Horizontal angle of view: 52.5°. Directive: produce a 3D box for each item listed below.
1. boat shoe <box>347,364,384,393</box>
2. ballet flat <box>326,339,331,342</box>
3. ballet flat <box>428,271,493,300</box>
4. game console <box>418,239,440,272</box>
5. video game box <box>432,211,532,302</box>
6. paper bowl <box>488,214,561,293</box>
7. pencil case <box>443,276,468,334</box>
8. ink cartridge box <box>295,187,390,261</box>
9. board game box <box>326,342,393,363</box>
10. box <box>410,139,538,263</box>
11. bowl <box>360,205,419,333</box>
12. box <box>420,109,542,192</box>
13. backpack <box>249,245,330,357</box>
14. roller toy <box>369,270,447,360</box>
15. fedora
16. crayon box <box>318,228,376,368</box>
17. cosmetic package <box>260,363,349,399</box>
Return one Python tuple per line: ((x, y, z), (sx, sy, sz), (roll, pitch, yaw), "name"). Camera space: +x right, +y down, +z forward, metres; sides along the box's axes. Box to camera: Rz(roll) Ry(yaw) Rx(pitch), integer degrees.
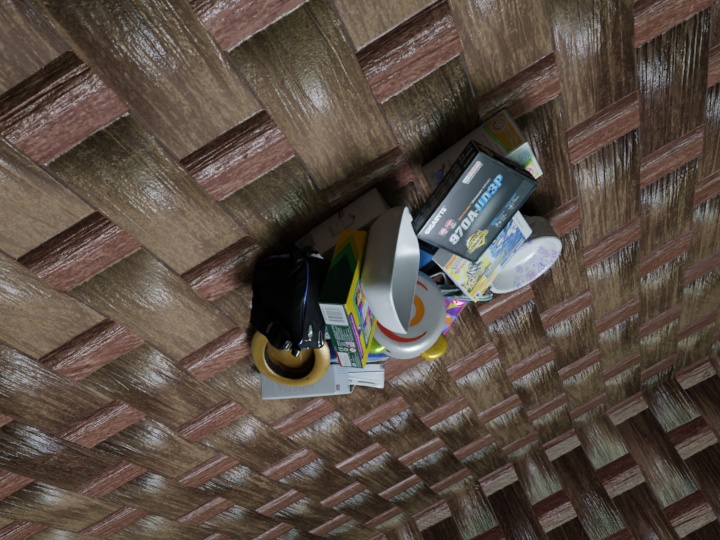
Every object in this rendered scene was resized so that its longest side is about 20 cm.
((-0.032, 0.269, 1.803), (0.194, 0.068, 0.072), (-6, 170, 16), "boat shoe")
((-0.041, 0.130, 1.712), (0.074, 0.065, 0.202), (-6, 143, -28), "ballet flat")
((0.210, 0.036, 1.697), (0.195, 0.074, 0.072), (-3, 155, 25), "ballet flat")
((0.134, -0.010, 1.598), (0.198, 0.170, 0.120), (21, 99, -49), "game console")
((0.258, -0.055, 1.520), (0.201, 0.047, 0.182), (-51, 138, 0), "video game box")
((0.358, -0.048, 1.695), (0.196, 0.106, 0.202), (-21, 151, -12), "paper bowl")
((0.206, 0.097, 1.822), (0.086, 0.090, 0.201), (0, 141, -33), "pencil case")
((-0.020, -0.061, 1.459), (0.197, 0.068, 0.116), (-33, 146, 10), "ink cartridge box")
((-0.036, 0.201, 1.753), (0.196, 0.045, 0.197), (4, 167, -37), "board game box")
((0.210, -0.123, 1.353), (0.156, 0.047, 0.201), (21, 120, -30), "box")
((0.055, 0.000, 1.386), (0.073, 0.204, 0.201), (3, 152, 15), "bowl")
((0.235, -0.194, 1.414), (0.198, 0.103, 0.112), (-34, 141, 13), "box")
((-0.130, 0.054, 1.431), (0.152, 0.188, 0.206), (12, 88, -47), "backpack")
((0.098, 0.097, 1.606), (0.194, 0.188, 0.140), (4, 167, 1), "roller toy")
((-0.153, 0.169, 1.646), (0.195, 0.083, 0.205), (4, 126, 5), "fedora")
((-0.015, 0.055, 1.386), (0.057, 0.175, 0.202), (3, 140, 15), "crayon box")
((-0.133, 0.266, 1.744), (0.195, 0.076, 0.101), (-8, 169, 16), "cosmetic package")
